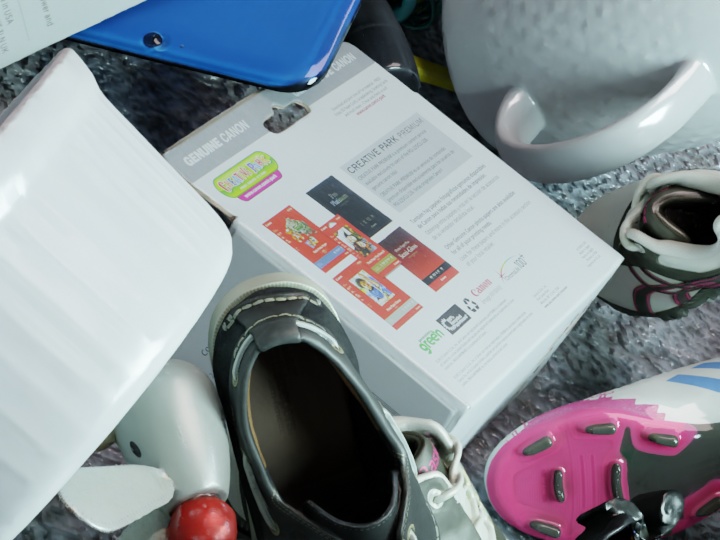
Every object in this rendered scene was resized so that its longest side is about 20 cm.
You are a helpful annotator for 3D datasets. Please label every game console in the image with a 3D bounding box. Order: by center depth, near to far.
[{"bbox_3d":[-0.081,-0.144,1.417,0.200,0.119,0.171,15,-5,14],"label":"game console"}]

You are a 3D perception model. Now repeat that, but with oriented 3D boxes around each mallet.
[{"bbox_3d":[0.059,-0.106,1.575,0.200,0.041,0.066,8,45,-45],"label":"mallet"}]

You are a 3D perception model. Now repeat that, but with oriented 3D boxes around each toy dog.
[{"bbox_3d":[-0.085,0.132,1.055,0.096,0.132,0.200,-6,35,-8],"label":"toy dog"}]

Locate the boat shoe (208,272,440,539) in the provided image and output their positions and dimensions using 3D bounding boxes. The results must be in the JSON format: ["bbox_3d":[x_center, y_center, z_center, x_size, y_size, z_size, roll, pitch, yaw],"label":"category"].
[{"bbox_3d":[-0.006,0.101,1.126,0.068,0.072,0.200,-139,-153,-70],"label":"boat shoe"}]

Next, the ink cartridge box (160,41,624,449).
[{"bbox_3d":[0.000,0.000,1.323,0.176,0.084,0.200,40,31,8],"label":"ink cartridge box"}]

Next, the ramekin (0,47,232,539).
[{"bbox_3d":[-0.137,0.025,1.052,0.098,0.200,0.201,42,30,-9],"label":"ramekin"}]

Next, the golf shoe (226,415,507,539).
[{"bbox_3d":[0.028,0.114,1.200,0.200,0.088,0.077,25,31,-22],"label":"golf shoe"}]

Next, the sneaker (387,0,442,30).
[{"bbox_3d":[0.028,-0.163,1.590,0.200,0.078,0.080,2,52,-30],"label":"sneaker"}]

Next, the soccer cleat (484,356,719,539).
[{"bbox_3d":[0.153,0.077,1.341,0.200,0.070,0.086,-12,14,-3],"label":"soccer cleat"}]

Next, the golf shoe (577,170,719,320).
[{"bbox_3d":[0.157,-0.023,1.415,0.088,0.200,0.077,24,77,-31],"label":"golf shoe"}]

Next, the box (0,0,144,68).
[{"bbox_3d":[-0.145,-0.216,1.283,0.200,0.199,0.131,-26,59,-11],"label":"box"}]

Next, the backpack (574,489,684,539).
[{"bbox_3d":[0.074,0.213,1.039,0.154,0.200,0.191,37,32,-27],"label":"backpack"}]

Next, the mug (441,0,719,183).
[{"bbox_3d":[0.142,-0.116,1.493,0.200,0.175,0.148,-54,126,-35],"label":"mug"}]
